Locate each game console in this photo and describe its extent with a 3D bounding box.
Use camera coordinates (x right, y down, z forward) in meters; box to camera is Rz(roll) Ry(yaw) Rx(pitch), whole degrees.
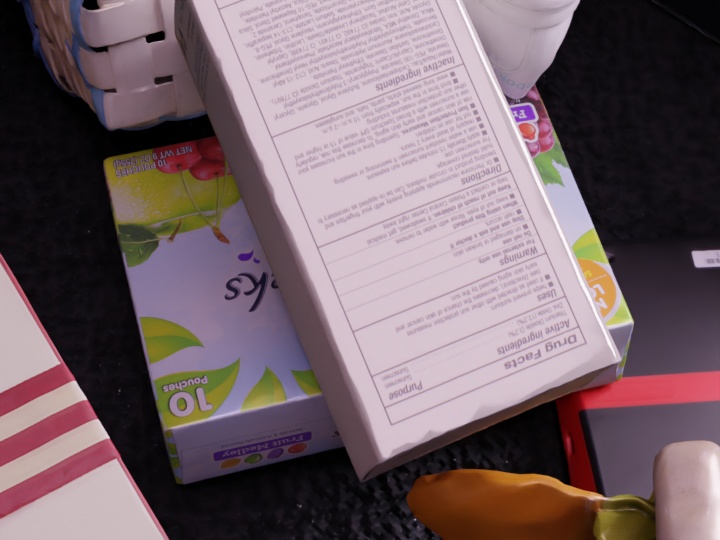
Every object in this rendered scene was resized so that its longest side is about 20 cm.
[{"bbox_3d":[0.185,0.061,0.789,0.198,0.031,0.178,-3,55,-9],"label":"game console"}]

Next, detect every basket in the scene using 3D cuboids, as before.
[{"bbox_3d":[-0.080,-0.154,0.824,0.175,0.140,0.200,-16,28,-14],"label":"basket"}]

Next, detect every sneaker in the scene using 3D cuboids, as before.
[{"bbox_3d":[0.030,-0.163,0.812,0.075,0.089,0.201,-16,57,-19],"label":"sneaker"}]

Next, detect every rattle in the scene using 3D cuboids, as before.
[{"bbox_3d":[0.093,0.168,0.652,0.141,0.130,0.202,-2,77,-1],"label":"rattle"}]

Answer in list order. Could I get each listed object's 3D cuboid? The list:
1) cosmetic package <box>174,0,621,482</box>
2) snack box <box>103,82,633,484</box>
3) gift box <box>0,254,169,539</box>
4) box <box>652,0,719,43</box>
[{"bbox_3d":[0.010,-0.032,0.692,0.103,0.073,0.202,-20,81,-11],"label":"cosmetic package"},{"bbox_3d":[0.000,0.000,0.772,0.198,0.053,0.143,-13,58,-9],"label":"snack box"},{"bbox_3d":[-0.164,0.133,0.617,0.185,0.185,0.201,-25,60,-21],"label":"gift box"},{"bbox_3d":[0.234,-0.235,0.857,0.123,0.201,0.197,35,62,13],"label":"box"}]
